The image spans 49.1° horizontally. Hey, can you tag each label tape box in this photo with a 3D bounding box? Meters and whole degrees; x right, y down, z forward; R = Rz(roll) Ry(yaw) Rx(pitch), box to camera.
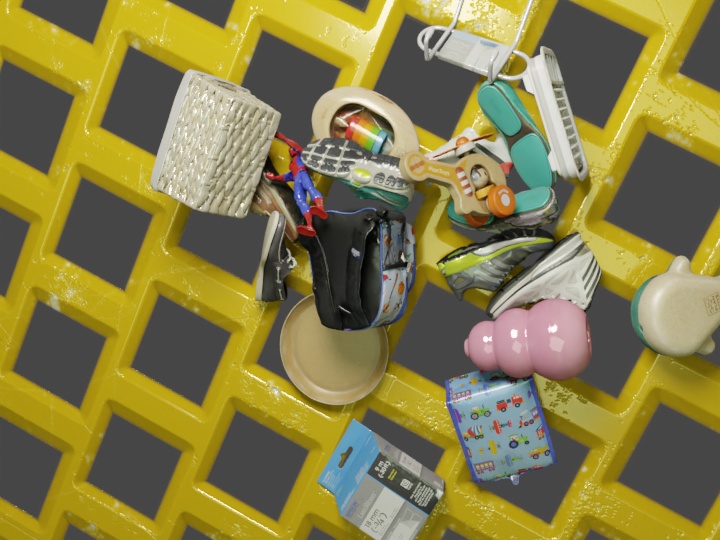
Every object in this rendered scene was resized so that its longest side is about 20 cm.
[{"bbox_3d":[0.031,0.383,1.390,0.197,0.063,0.146,32,102,4],"label":"label tape box"}]

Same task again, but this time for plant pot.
[{"bbox_3d":[-0.045,0.134,1.388,0.195,0.027,0.206,2,99,11],"label":"plant pot"}]

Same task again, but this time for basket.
[{"bbox_3d":[-0.228,-0.195,1.262,0.122,0.134,0.204,31,105,33],"label":"basket"}]

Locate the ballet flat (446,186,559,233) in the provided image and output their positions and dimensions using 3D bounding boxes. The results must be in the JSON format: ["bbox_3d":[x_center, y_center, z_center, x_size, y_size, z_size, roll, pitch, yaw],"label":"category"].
[{"bbox_3d":[0.232,-0.088,1.272,0.197,0.071,0.074,-3,99,41],"label":"ballet flat"}]

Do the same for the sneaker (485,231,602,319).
[{"bbox_3d":[0.307,0.042,1.284,0.199,0.076,0.116,-38,88,11],"label":"sneaker"}]

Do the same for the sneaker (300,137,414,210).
[{"bbox_3d":[-0.008,-0.147,1.248,0.196,0.080,0.078,24,57,17],"label":"sneaker"}]

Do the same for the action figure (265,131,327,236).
[{"bbox_3d":[-0.114,-0.152,1.278,0.098,0.202,0.066,24,122,-29],"label":"action figure"}]

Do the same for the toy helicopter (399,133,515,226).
[{"bbox_3d":[0.143,-0.150,1.188,0.196,0.078,0.136,9,75,-31],"label":"toy helicopter"}]

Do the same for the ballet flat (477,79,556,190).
[{"bbox_3d":[0.258,-0.219,1.251,0.067,0.070,0.202,-29,98,39],"label":"ballet flat"}]

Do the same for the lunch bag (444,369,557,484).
[{"bbox_3d":[0.241,0.272,1.330,0.147,0.094,0.204,-17,104,9],"label":"lunch bag"}]

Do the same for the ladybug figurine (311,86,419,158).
[{"bbox_3d":[0.013,-0.223,1.303,0.198,0.072,0.138,33,103,5],"label":"ladybug figurine"}]

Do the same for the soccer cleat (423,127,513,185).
[{"bbox_3d":[0.155,-0.186,1.267,0.195,0.069,0.088,-4,86,-13],"label":"soccer cleat"}]

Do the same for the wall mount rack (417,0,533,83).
[{"bbox_3d":[0.190,-0.385,1.238,0.197,0.075,0.175,24,64,20],"label":"wall mount rack"}]

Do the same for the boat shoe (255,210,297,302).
[{"bbox_3d":[-0.138,-0.020,1.332,0.061,0.074,0.202,10,136,-8],"label":"boat shoe"}]

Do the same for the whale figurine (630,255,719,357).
[{"bbox_3d":[0.519,0.054,1.249,0.196,0.104,0.163,-23,94,-12],"label":"whale figurine"}]

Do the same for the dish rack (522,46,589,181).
[{"bbox_3d":[0.297,-0.233,1.203,0.043,0.171,0.205,-17,95,22],"label":"dish rack"}]

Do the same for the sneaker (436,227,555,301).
[{"bbox_3d":[0.228,-0.013,1.302,0.196,0.074,0.083,-18,104,18],"label":"sneaker"}]

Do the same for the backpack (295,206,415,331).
[{"bbox_3d":[0.000,0.000,1.279,0.197,0.152,0.196,1,88,46],"label":"backpack"}]

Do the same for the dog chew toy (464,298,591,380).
[{"bbox_3d":[0.261,0.114,1.243,0.195,0.124,0.128,-9,97,22],"label":"dog chew toy"}]

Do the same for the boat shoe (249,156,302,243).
[{"bbox_3d":[-0.164,-0.132,1.355,0.073,0.075,0.202,-35,82,18],"label":"boat shoe"}]
